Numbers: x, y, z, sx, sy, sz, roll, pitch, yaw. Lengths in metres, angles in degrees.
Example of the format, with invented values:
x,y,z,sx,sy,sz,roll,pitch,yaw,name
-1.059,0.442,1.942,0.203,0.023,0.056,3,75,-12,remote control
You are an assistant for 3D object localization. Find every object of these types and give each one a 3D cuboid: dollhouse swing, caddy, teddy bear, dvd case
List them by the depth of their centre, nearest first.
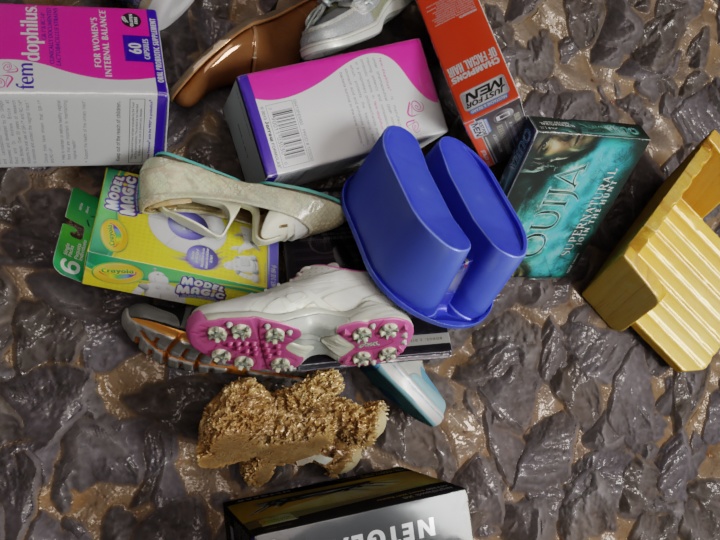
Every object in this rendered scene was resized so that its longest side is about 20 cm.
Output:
x,y,z,sx,sy,sz,roll,pitch,yaw,name
0.062,-0.039,0.744,0.140,0.105,0.201,5,46,-31,caddy
-0.064,0.149,0.766,0.197,0.146,0.067,0,45,-23,teddy bear
0.000,0.000,0.785,0.147,0.016,0.202,-4,57,-8,dvd case
0.393,-0.006,0.922,0.175,0.182,0.200,39,71,10,dollhouse swing

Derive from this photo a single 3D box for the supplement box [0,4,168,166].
x,y,z,sx,sy,sz,roll,pitch,yaw,name
-0.277,-0.161,0.705,0.197,0.104,0.102,-5,63,-19,supplement box

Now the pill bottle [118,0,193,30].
x,y,z,sx,sy,sz,roll,pitch,yaw,name
-0.237,-0.335,0.753,0.199,0.111,0.112,40,73,-11,pill bottle

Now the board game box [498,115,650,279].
x,y,z,sx,sy,sz,roll,pitch,yaw,name
0.203,-0.070,0.851,0.133,0.201,0.028,0,45,-19,board game box

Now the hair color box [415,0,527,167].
x,y,z,sx,sy,sz,roll,pitch,yaw,name
0.114,-0.223,0.830,0.063,0.111,0.202,-23,67,13,hair color box

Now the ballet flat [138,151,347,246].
x,y,z,sx,sy,sz,roll,pitch,yaw,name
-0.109,-0.053,0.743,0.197,0.067,0.063,13,71,-13,ballet flat

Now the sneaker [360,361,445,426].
x,y,z,sx,sy,sz,roll,pitch,yaw,name
0.048,0.055,0.832,0.130,0.079,0.200,-44,100,-17,sneaker

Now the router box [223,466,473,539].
x,y,z,sx,sy,sz,roll,pitch,yaw,name
-0.018,0.236,0.746,0.197,0.157,0.053,-6,86,-21,router box

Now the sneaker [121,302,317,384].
x,y,z,sx,sy,sz,roll,pitch,yaw,name
-0.131,0.057,0.776,0.198,0.078,0.078,14,66,-21,sneaker

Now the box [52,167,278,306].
x,y,z,sx,sy,sz,roll,pitch,yaw,name
-0.176,-0.029,0.748,0.197,0.049,0.118,11,44,-17,box

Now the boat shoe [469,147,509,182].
x,y,z,sx,sy,sz,roll,pitch,yaw,name
0.151,-0.101,0.891,0.197,0.066,0.075,-1,76,-16,boat shoe

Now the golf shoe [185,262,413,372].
x,y,z,sx,sy,sz,roll,pitch,yaw,name
-0.055,0.038,0.710,0.197,0.076,0.092,1,49,-14,golf shoe

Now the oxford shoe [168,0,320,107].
x,y,z,sx,sy,sz,roll,pitch,yaw,name
-0.106,-0.215,0.811,0.199,0.071,0.072,-38,101,-21,oxford shoe

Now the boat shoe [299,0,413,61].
x,y,z,sx,sy,sz,roll,pitch,yaw,name
-0.008,-0.271,0.816,0.202,0.074,0.065,-50,120,-43,boat shoe

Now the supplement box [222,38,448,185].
x,y,z,sx,sy,sz,roll,pitch,yaw,name
-0.027,-0.155,0.814,0.198,0.103,0.102,-17,89,-19,supplement box
